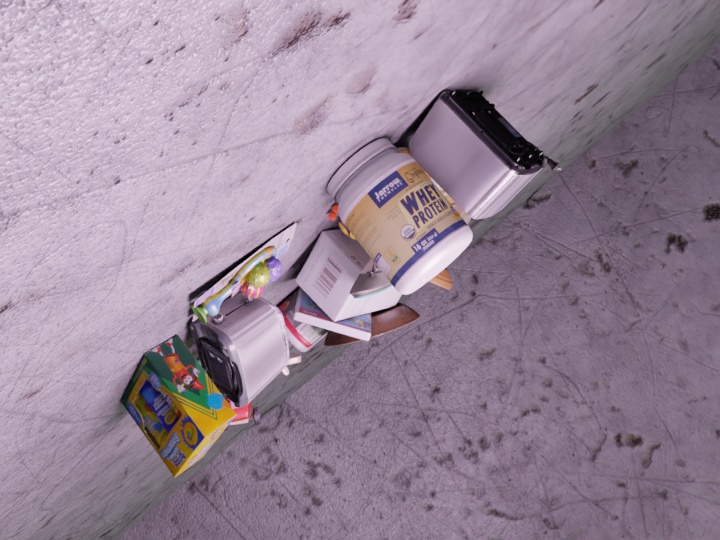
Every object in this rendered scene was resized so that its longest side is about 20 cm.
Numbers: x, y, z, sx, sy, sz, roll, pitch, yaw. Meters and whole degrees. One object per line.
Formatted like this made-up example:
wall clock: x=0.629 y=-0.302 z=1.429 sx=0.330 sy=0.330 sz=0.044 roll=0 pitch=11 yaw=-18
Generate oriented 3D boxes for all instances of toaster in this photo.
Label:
toaster: x=0.194 y=-0.184 z=1.333 sx=0.119 sy=0.200 sz=0.180 roll=-48 pitch=169 yaw=27
toaster: x=-0.195 y=0.131 z=1.397 sx=0.129 sy=0.113 sz=0.202 roll=-38 pitch=138 yaw=-34

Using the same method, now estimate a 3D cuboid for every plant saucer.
plant saucer: x=0.018 y=0.101 z=1.645 sx=0.198 sy=0.037 sz=0.200 roll=-18 pitch=-177 yaw=1
plant saucer: x=0.107 y=-0.019 z=1.755 sx=0.038 sy=0.198 sz=0.200 roll=-63 pitch=169 yaw=4

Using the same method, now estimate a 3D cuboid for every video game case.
video game case: x=-0.049 y=0.065 z=1.557 sx=0.200 sy=0.141 sz=0.018 roll=-88 pitch=-164 yaw=-70

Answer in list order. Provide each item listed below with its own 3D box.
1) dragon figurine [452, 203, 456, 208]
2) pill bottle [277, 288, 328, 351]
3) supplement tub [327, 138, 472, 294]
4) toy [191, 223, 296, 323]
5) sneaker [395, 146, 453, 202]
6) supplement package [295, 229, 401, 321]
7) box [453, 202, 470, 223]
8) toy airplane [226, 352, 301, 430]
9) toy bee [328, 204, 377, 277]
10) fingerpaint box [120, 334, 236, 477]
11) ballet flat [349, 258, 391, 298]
dragon figurine: x=0.121 y=-0.140 z=1.613 sx=0.199 sy=0.099 sz=0.059 roll=6 pitch=120 yaw=-55
pill bottle: x=-0.076 y=0.065 z=1.723 sx=0.199 sy=0.111 sz=0.111 roll=-40 pitch=171 yaw=5
supplement tub: x=0.056 y=-0.082 z=1.249 sx=0.144 sy=0.201 sz=0.144 roll=-38 pitch=171 yaw=-7
toy: x=-0.171 y=0.017 z=1.298 sx=0.199 sy=0.047 sz=0.115 roll=-36 pitch=172 yaw=-21
sneaker: x=0.084 y=-0.163 z=1.401 sx=0.075 sy=0.088 sz=0.200 roll=-37 pitch=148 yaw=12
supplement package: x=0.000 y=0.000 z=1.539 sx=0.199 sy=0.117 sz=0.118 roll=-10 pitch=136 yaw=-54
box: x=0.183 y=-0.128 z=1.759 sx=0.077 sy=0.095 sz=0.201 roll=-20 pitch=143 yaw=-57
toy airplane: x=-0.236 y=0.179 z=1.538 sx=0.200 sy=0.197 sz=0.143 roll=-42 pitch=140 yaw=-44
toy bee: x=0.008 y=-0.095 z=1.389 sx=0.132 sy=0.108 sz=0.200 roll=-60 pitch=-175 yaw=23
fingerpaint box: x=-0.309 y=0.231 z=1.395 sx=0.073 sy=0.167 sz=0.200 roll=-32 pitch=169 yaw=-39
ballet flat: x=0.043 y=-0.002 z=1.422 sx=0.067 sy=0.065 sz=0.199 roll=-7 pitch=-174 yaw=38
